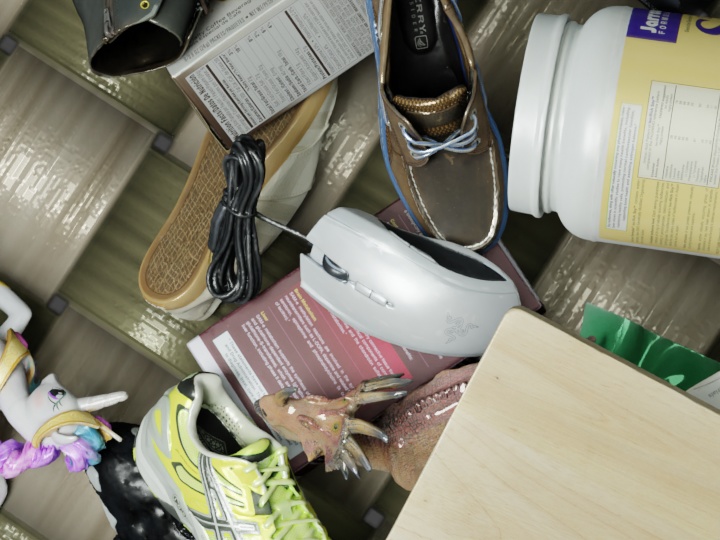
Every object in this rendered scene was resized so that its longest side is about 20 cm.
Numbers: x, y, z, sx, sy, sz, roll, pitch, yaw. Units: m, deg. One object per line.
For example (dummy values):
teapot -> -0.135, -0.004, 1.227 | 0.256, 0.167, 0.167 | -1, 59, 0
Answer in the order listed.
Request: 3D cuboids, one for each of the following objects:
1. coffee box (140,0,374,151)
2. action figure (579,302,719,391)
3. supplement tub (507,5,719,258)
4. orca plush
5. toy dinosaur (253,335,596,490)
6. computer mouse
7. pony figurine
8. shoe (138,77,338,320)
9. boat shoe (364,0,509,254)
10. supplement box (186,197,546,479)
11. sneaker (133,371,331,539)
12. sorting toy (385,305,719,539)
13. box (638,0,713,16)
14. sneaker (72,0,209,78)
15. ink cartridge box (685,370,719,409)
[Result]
coffee box -> -0.038, -0.182, 1.558 | 0.200, 0.080, 0.113 | -34, 46, 3
action figure -> 0.151, 0.135, 1.536 | 0.118, 0.055, 0.200 | 26, 88, 8
supplement tub -> 0.197, -0.082, 1.505 | 0.200, 0.145, 0.145 | 9, 86, 8
orca plush -> -0.108, 0.176, 1.558 | 0.105, 0.071, 0.200 | -29, 82, 4
toy dinosaur -> 0.051, 0.088, 1.481 | 0.200, 0.136, 0.086 | -28, 44, 5
computer mouse -> 0.000, 0.000, 1.497 | 0.200, 0.044, 0.110 | 21, 118, 7
pony figurine -> -0.265, 0.086, 1.563 | 0.193, 0.167, 0.200 | -40, 65, -5
shoe -> -0.071, -0.056, 1.592 | 0.070, 0.053, 0.200 | 28, 84, 42
boat shoe -> 0.041, -0.097, 1.482 | 0.072, 0.072, 0.200 | -16, 103, 4
supplement box -> 0.005, 0.036, 1.562 | 0.200, 0.061, 0.109 | -33, 82, 4
sneaker -> -0.063, 0.148, 1.496 | 0.075, 0.076, 0.200 | -29, 67, -39
sorting toy -> 0.132, 0.148, 1.414 | 0.200, 0.070, 0.199 | 28, 101, 5
box -> 0.152, -0.258, 1.511 | 0.200, 0.182, 0.104 | 41, 90, 9
sneaker -> -0.091, -0.198, 1.493 | 0.200, 0.075, 0.106 | -36, 47, 25
ink cartridge box -> 0.299, 0.126, 1.463 | 0.085, 0.146, 0.200 | -34, 81, 32
